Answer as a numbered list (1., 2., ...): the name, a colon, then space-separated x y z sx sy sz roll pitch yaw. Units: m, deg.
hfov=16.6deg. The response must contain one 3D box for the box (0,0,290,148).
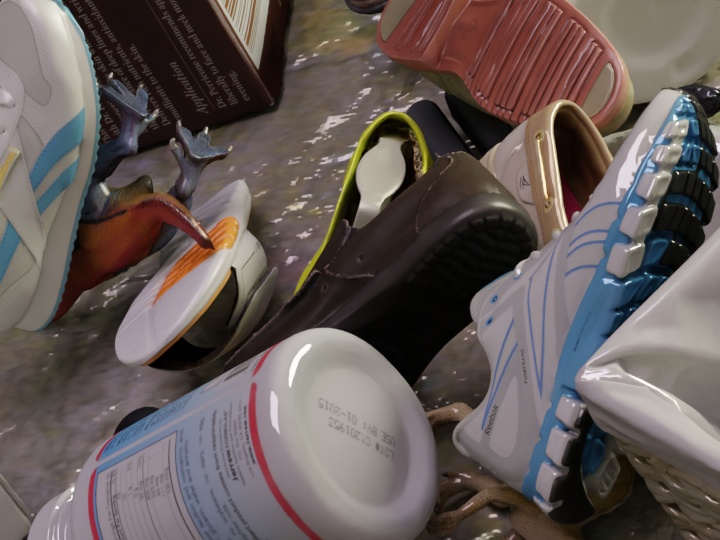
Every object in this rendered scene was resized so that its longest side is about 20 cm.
1. box: -0.166 -0.185 1.561 0.199 0.166 0.165 -15 41 18

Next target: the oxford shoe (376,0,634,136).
1. oxford shoe: 0.090 -0.109 1.311 0.071 0.074 0.200 -57 37 2

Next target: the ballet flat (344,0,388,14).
1. ballet flat: 0.037 -0.210 1.532 0.073 0.073 0.201 -11 42 24

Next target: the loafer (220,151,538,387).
1. loafer: 0.005 0.016 1.213 0.200 0.073 0.072 -38 41 23

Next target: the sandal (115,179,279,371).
1. sandal: -0.077 0.008 1.373 0.079 0.059 0.207 -37 13 19

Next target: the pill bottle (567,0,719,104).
1. pill bottle: 0.128 -0.188 1.408 0.114 0.114 0.200 -31 38 -1

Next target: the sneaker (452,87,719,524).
1. sneaker: 0.095 0.007 1.118 0.086 0.075 0.201 23 91 33

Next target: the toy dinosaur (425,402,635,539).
1. toy dinosaur: 0.081 0.092 1.188 0.100 0.058 0.201 -6 43 5

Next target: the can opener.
1. can opener: 0.072 -0.056 1.334 0.053 0.067 0.200 -30 37 -1

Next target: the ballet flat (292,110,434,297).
1. ballet flat: 0.000 0.000 1.292 0.066 0.067 0.201 12 57 4

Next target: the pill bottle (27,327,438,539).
1. pill bottle: -0.067 0.112 1.174 0.200 0.109 0.109 -29 31 38

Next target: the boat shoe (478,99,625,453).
1. boat shoe: 0.119 0.003 1.178 0.069 0.073 0.201 -51 55 36

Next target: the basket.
1. basket: 0.217 0.044 1.076 0.200 0.124 0.135 -43 38 -16

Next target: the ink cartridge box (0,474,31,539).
1. ink cartridge box: -0.293 0.144 1.293 0.200 0.146 0.084 -44 38 -18

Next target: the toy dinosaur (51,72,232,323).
1. toy dinosaur: -0.160 -0.022 1.401 0.182 0.105 0.200 -56 16 27

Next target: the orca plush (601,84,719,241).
1. orca plush: 0.203 -0.050 1.237 0.199 0.106 0.071 -16 3 37

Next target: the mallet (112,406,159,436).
1. mallet: -0.050 0.051 1.326 0.066 0.041 0.200 22 57 43

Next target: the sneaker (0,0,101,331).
1. sneaker: -0.198 -0.058 1.351 0.080 0.201 0.076 -3 22 -37
